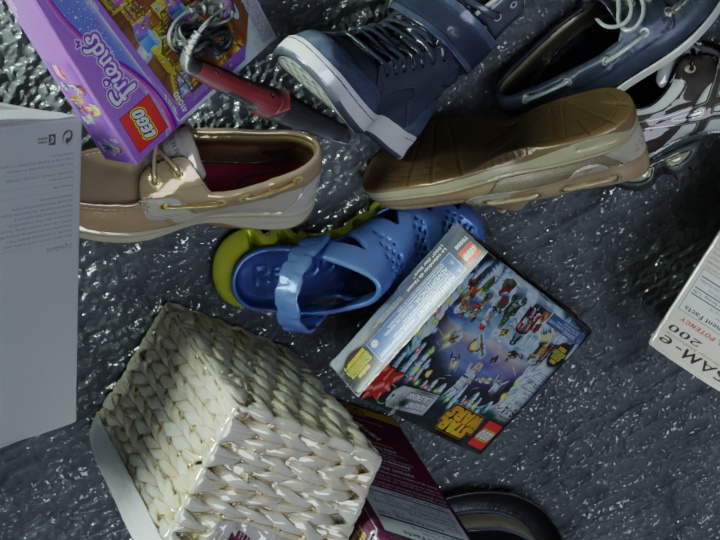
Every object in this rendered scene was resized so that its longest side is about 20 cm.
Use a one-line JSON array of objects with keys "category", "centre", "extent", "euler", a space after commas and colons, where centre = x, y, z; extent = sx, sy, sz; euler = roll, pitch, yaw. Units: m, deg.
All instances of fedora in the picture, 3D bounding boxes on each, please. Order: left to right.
[{"category": "fedora", "centre": [0.092, 0.280, 1.205], "extent": [0.200, 0.092, 0.201], "euler": [-9, 117, -17]}]

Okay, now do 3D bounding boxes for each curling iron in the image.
[{"category": "curling iron", "centre": [-0.056, -0.119, 0.941], "extent": [0.200, 0.026, 0.050], "euler": [30, 87, -55]}]

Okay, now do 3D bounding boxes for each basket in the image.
[{"category": "basket", "centre": [-0.087, 0.123, 0.999], "extent": [0.135, 0.200, 0.124], "euler": [23, 101, -29]}]

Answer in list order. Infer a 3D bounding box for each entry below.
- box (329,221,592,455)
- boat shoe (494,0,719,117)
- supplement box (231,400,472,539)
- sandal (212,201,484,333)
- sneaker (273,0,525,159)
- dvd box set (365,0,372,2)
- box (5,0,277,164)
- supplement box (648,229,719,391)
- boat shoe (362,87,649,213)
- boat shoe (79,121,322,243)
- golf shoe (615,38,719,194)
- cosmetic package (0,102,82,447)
[{"category": "box", "centre": [0.081, 0.057, 1.078], "extent": [0.137, 0.040, 0.200], "euler": [-48, 145, 8]}, {"category": "boat shoe", "centre": [0.179, -0.174, 1.026], "extent": [0.200, 0.075, 0.062], "euler": [-38, 134, 11]}, {"category": "supplement box", "centre": [-0.009, 0.196, 1.062], "extent": [0.103, 0.200, 0.131], "euler": [20, 108, -28]}, {"category": "sandal", "centre": [0.000, 0.000, 1.035], "extent": [0.200, 0.087, 0.080], "euler": [-16, 118, -15]}, {"category": "sneaker", "centre": [0.029, -0.156, 0.929], "extent": [0.146, 0.077, 0.202], "euler": [-49, 166, 8]}, {"category": "dvd box set", "centre": [-0.020, -0.252, 0.877], "extent": [0.200, 0.029, 0.146], "euler": [16, 131, -43]}, {"category": "box", "centre": [-0.148, -0.184, 0.881], "extent": [0.137, 0.039, 0.200], "euler": [-46, 126, -27]}, {"category": "supplement box", "centre": [0.313, -0.012, 1.119], "extent": [0.200, 0.073, 0.126], "euler": [-60, 164, 14]}, {"category": "boat shoe", "centre": [0.100, -0.068, 1.011], "extent": [0.199, 0.071, 0.065], "euler": [-10, 132, 22]}, {"category": "boat shoe", "centre": [-0.118, -0.067, 0.952], "extent": [0.199, 0.074, 0.069], "euler": [-6, 145, -25]}, {"category": "golf shoe", "centre": [0.258, -0.141, 1.068], "extent": [0.200, 0.078, 0.095], "euler": [-33, 122, -4]}, {"category": "cosmetic package", "centre": [-0.238, -0.002, 0.896], "extent": [0.081, 0.113, 0.201], "euler": [-13, 110, -54]}]
